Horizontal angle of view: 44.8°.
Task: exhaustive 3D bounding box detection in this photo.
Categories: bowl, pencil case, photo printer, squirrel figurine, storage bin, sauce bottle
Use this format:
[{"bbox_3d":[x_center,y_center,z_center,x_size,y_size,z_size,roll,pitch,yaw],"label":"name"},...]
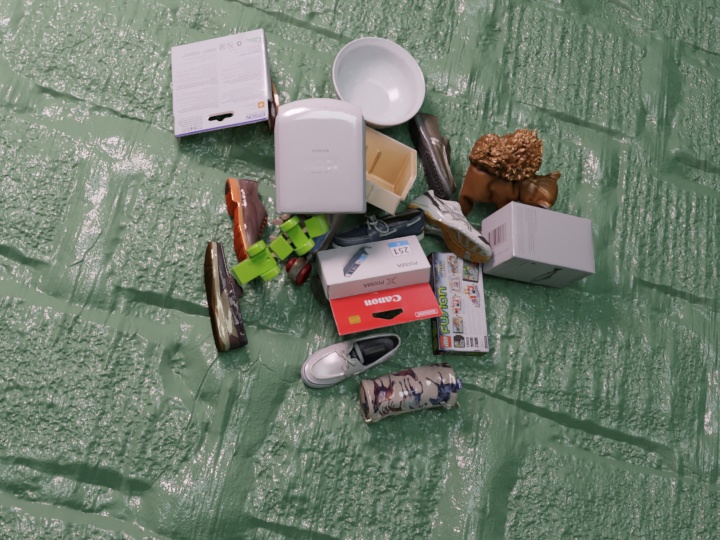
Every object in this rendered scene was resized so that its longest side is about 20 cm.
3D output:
[{"bbox_3d":[0.028,-0.372,1.810,0.197,0.090,0.205,5,70,-14],"label":"bowl"},{"bbox_3d":[0.089,0.229,1.623,0.197,0.078,0.090,-9,54,-20],"label":"pencil case"},{"bbox_3d":[-0.071,-0.202,1.552,0.163,0.069,0.204,0,96,-4],"label":"photo printer"},{"bbox_3d":[0.310,-0.189,1.759,0.184,0.201,0.143,20,58,14],"label":"squirrel figurine"},{"bbox_3d":[0.001,-0.210,1.687,0.198,0.199,0.095,26,111,-7],"label":"storage bin"},{"bbox_3d":[0.000,0.000,1.685,0.198,0.065,0.065,-27,80,-24],"label":"sauce bottle"}]

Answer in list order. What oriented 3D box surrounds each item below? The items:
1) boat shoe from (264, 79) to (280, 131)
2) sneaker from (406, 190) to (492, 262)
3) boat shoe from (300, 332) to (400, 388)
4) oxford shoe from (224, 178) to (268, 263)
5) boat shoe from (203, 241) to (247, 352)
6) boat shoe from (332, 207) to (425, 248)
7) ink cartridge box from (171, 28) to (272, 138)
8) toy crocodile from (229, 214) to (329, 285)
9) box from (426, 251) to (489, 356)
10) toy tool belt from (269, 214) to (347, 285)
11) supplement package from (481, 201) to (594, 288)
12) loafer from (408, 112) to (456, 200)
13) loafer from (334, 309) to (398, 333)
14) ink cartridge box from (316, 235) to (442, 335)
[{"bbox_3d":[-0.207,-0.364,1.752,0.069,0.071,0.203,-12,68,-15],"label":"boat shoe"},{"bbox_3d":[0.190,-0.097,1.752,0.199,0.076,0.088,35,55,16],"label":"sneaker"},{"bbox_3d":[-0.015,0.162,1.623,0.197,0.066,0.073,-13,75,-20],"label":"boat shoe"},{"bbox_3d":[-0.205,-0.084,1.652,0.072,0.071,0.203,-5,72,-23],"label":"oxford shoe"},{"bbox_3d":[-0.245,0.046,1.598,0.064,0.073,0.204,-4,82,-23],"label":"boat shoe"},{"bbox_3d":[0.038,-0.080,1.693,0.197,0.063,0.075,-9,31,-19],"label":"boat shoe"},{"bbox_3d":[-0.270,-0.358,1.703,0.196,0.041,0.203,-8,71,9],"label":"ink cartridge box"},{"bbox_3d":[-0.145,-0.040,1.575,0.199,0.062,0.068,-36,100,5],"label":"toy crocodile"},{"bbox_3d":[0.193,0.066,1.735,0.108,0.035,0.204,4,70,-15],"label":"box"},{"bbox_3d":[-0.111,-0.088,1.662,0.122,0.125,0.202,32,89,10],"label":"toy tool belt"},{"bbox_3d":[0.357,-0.048,1.764,0.197,0.117,0.119,10,69,-23],"label":"supplement package"},{"bbox_3d":[0.163,-0.244,1.814,0.069,0.075,0.203,-14,76,-16],"label":"loafer"},{"bbox_3d":[0.033,0.049,1.656,0.198,0.071,0.075,-29,45,-30],"label":"loafer"},{"bbox_3d":[0.034,0.022,1.588,0.197,0.045,0.177,-10,45,-12],"label":"ink cartridge box"}]
